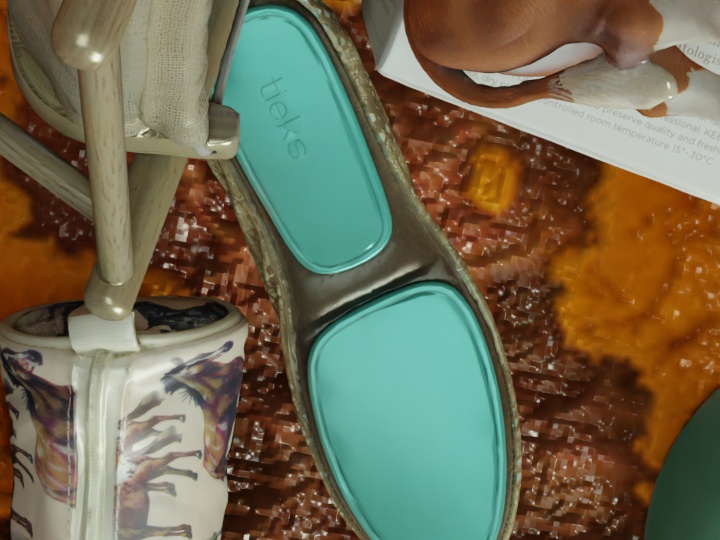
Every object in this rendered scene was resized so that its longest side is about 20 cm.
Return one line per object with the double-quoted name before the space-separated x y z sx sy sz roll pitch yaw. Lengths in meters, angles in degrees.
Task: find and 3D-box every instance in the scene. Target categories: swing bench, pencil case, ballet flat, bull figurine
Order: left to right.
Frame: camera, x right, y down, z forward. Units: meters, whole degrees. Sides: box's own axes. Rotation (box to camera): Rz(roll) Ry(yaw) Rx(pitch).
"pencil case" -0.078 0.101 0.842 0.077 0.089 0.201 3 103 -3
"swing bench" -0.055 -0.124 0.685 0.129 0.199 0.200 35 74 7
"ballet flat" 0.000 0.000 0.831 0.070 0.065 0.201 -18 105 1
"bull figurine" 0.071 -0.131 0.673 0.121 0.065 0.201 25 114 27

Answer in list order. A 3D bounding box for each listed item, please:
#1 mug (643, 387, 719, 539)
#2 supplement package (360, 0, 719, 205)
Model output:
"mug" 0.177 0.121 0.846 0.151 0.114 0.186 -23 104 3
"supplement package" 0.089 -0.139 0.774 0.117 0.117 0.201 20 103 -7
